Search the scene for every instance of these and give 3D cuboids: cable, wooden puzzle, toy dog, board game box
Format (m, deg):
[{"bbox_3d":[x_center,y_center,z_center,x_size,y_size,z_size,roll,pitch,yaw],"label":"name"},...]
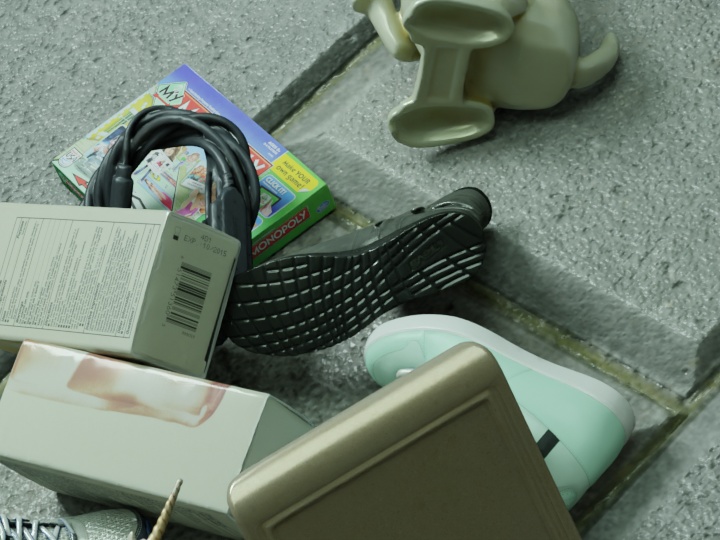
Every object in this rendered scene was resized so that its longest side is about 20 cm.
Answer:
[{"bbox_3d":[-0.144,-0.025,1.876,0.163,0.051,0.201,-23,60,32],"label":"cable"},{"bbox_3d":[0.036,0.168,1.589,0.184,0.201,0.037,-30,19,-8],"label":"wooden puzzle"},{"bbox_3d":[0.089,-0.216,1.945,0.192,0.140,0.201,-7,46,-3],"label":"toy dog"},{"bbox_3d":[-0.128,-0.066,1.962,0.134,0.029,0.200,-38,48,-13],"label":"board game box"}]

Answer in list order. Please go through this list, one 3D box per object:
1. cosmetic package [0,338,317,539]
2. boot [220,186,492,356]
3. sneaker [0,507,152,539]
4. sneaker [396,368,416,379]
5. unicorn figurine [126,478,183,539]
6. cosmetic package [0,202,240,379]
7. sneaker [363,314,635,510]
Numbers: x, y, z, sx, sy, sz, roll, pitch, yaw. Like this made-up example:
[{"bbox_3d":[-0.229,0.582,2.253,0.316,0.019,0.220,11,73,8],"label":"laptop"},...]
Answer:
[{"bbox_3d":[-0.136,0.116,1.736,0.199,0.103,0.088,12,75,27],"label":"cosmetic package"},{"bbox_3d":[0.000,0.000,1.814,0.199,0.068,0.131,-18,9,5],"label":"boot"},{"bbox_3d":[-0.235,0.199,1.721,0.199,0.085,0.077,-21,45,1],"label":"sneaker"},{"bbox_3d":[0.006,0.145,1.641,0.200,0.081,0.077,-54,32,13],"label":"sneaker"},{"bbox_3d":[-0.176,0.234,1.630,0.199,0.138,0.074,-21,45,0],"label":"unicorn figurine"},{"bbox_3d":[-0.181,0.013,1.801,0.199,0.071,0.106,6,77,48],"label":"cosmetic package"},{"bbox_3d":[0.066,0.102,1.700,0.199,0.074,0.118,18,51,29],"label":"sneaker"}]
